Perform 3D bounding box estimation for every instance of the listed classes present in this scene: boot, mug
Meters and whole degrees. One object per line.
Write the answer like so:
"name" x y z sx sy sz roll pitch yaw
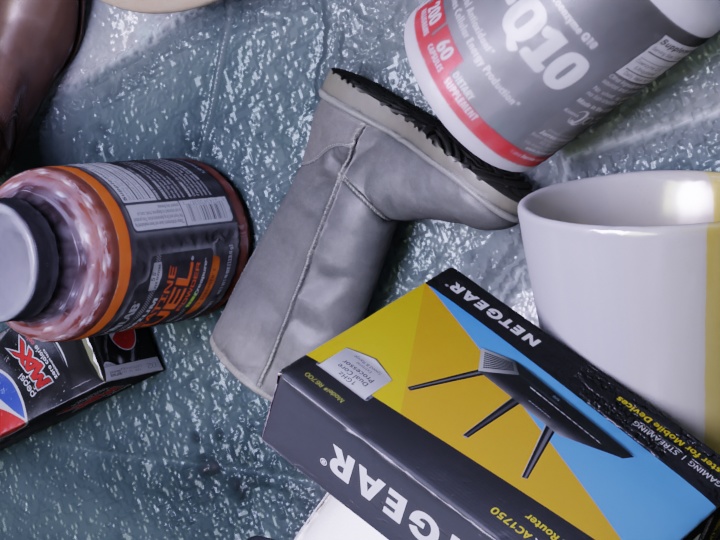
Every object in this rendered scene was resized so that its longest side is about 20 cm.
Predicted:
"boot" -0.233 -0.096 1.366 0.064 0.200 0.187 19 117 -6
"mug" 0.177 0.036 1.161 0.186 0.149 0.154 7 106 38
"boot" 0.002 0.001 1.303 0.182 0.072 0.201 35 106 39

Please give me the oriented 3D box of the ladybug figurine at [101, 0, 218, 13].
"ladybug figurine" -0.102 -0.230 1.344 0.199 0.072 0.137 -7 90 33

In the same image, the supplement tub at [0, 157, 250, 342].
"supplement tub" -0.162 -0.013 1.327 0.106 0.200 0.108 4 97 32

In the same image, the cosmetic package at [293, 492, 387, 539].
"cosmetic package" 0.041 0.152 1.206 0.071 0.200 0.105 39 95 22

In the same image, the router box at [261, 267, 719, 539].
"router box" 0.073 0.094 1.084 0.199 0.149 0.051 35 131 23

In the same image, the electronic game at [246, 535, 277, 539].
"electronic game" -0.007 0.240 1.285 0.200 0.042 0.200 46 160 22

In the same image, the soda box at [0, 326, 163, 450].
"soda box" -0.232 0.078 1.454 0.199 0.071 0.064 -27 81 30

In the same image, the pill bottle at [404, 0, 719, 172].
"pill bottle" 0.130 -0.152 1.184 0.200 0.114 0.114 -37 76 29
